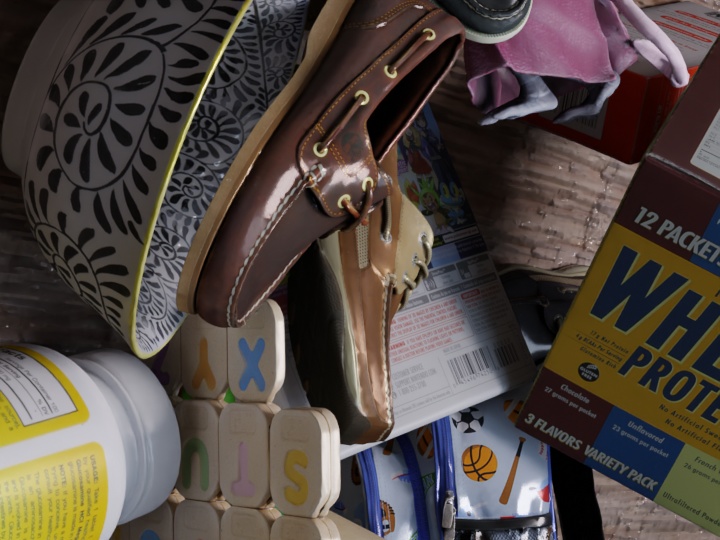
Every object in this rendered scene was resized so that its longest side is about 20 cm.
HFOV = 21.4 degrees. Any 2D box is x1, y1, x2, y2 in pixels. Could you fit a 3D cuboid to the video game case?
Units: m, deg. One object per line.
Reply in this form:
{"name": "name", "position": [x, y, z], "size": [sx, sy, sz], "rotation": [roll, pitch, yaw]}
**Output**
{"name": "video game case", "position": [0.000, 0.000, 1.037], "size": [0.200, 0.023, 0.183], "rotation": [-17, 83, -47]}

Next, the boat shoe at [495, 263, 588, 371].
{"name": "boat shoe", "position": [0.132, 0.037, 1.281], "size": [0.200, 0.073, 0.075], "rotation": [-13, 120, -49]}

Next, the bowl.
{"name": "bowl", "position": [-0.102, -0.070, 0.867], "size": [0.201, 0.094, 0.201], "rotation": [23, 90, -84]}

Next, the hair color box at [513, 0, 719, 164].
{"name": "hair color box", "position": [0.196, -0.126, 1.245], "size": [0.200, 0.101, 0.061], "rotation": [-17, 124, -46]}

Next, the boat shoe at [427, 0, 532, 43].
{"name": "boat shoe", "position": [0.043, -0.212, 0.930], "size": [0.074, 0.066, 0.200], "rotation": [-12, 84, -18]}

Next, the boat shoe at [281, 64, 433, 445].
{"name": "boat shoe", "position": [0.002, -0.014, 0.958], "size": [0.074, 0.201, 0.076], "rotation": [-2, 160, -17]}

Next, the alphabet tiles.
{"name": "alphabet tiles", "position": [-0.077, 0.112, 0.930], "size": [0.015, 0.200, 0.196], "rotation": [-1, 90, -40]}

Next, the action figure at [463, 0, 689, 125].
{"name": "action figure", "position": [0.082, -0.180, 1.011], "size": [0.134, 0.148, 0.201], "rotation": [33, 43, -81]}

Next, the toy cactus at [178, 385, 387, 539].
{"name": "toy cactus", "position": [-0.058, 0.137, 1.025], "size": [0.102, 0.165, 0.201], "rotation": [-57, 161, -60]}

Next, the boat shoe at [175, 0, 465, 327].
{"name": "boat shoe", "position": [-0.015, -0.055, 0.893], "size": [0.200, 0.070, 0.070], "rotation": [-61, 173, -22]}

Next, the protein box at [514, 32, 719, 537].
{"name": "protein box", "position": [0.210, -0.001, 1.087], "size": [0.200, 0.135, 0.199], "rotation": [-50, 165, -54]}

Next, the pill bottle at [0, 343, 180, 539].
{"name": "pill bottle", "position": [-0.182, 0.097, 0.869], "size": [0.200, 0.112, 0.113], "rotation": [-14, 121, -48]}

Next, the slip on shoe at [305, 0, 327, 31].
{"name": "slip on shoe", "position": [-0.028, -0.211, 0.933], "size": [0.076, 0.060, 0.201], "rotation": [-27, 130, -42]}

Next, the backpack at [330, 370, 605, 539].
{"name": "backpack", "position": [0.052, 0.147, 1.153], "size": [0.154, 0.200, 0.191], "rotation": [7, 80, -18]}
